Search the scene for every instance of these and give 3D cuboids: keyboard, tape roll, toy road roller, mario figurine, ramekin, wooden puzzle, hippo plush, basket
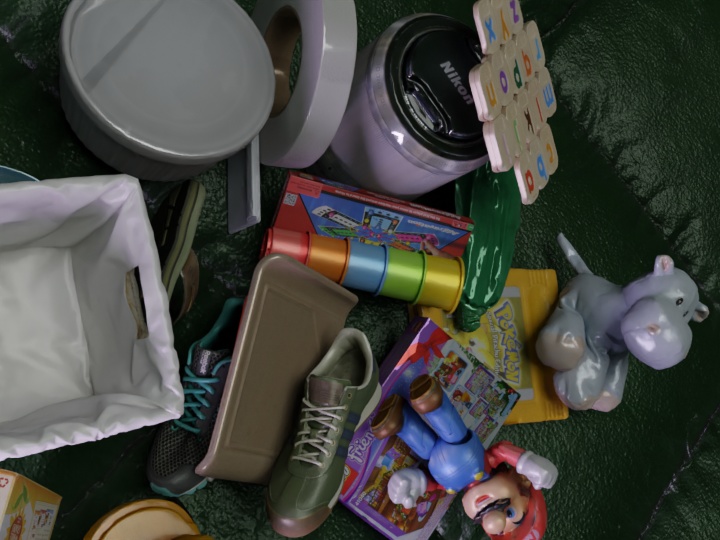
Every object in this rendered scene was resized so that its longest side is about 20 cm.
[{"bbox_3d":[-0.119,-0.139,1.018,0.011,0.056,0.201,6,75,-32],"label":"keyboard"},{"bbox_3d":[-0.065,-0.198,0.980,0.037,0.203,0.204,4,76,-28],"label":"tape roll"},{"bbox_3d":[-0.162,0.289,0.837,0.123,0.146,0.201,-21,89,-32],"label":"toy road roller"},{"bbox_3d":[0.104,0.198,0.967,0.200,0.123,0.106,45,62,-12],"label":"mario figurine"},{"bbox_3d":[-0.189,-0.177,0.952,0.202,0.094,0.203,11,65,-25],"label":"ramekin"},{"bbox_3d":[-0.076,0.097,0.932,0.185,0.037,0.201,33,73,-62],"label":"wooden puzzle"},{"bbox_3d":[0.307,0.065,1.136,0.159,0.160,0.200,51,43,-31],"label":"hippo plush"},{"bbox_3d":[-0.270,0.045,0.795,0.199,0.161,0.199,-9,83,-32],"label":"basket"}]

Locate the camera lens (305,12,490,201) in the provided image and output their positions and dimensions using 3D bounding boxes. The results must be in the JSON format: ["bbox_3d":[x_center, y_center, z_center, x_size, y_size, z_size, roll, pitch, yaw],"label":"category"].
[{"bbox_3d":[0.043,-0.156,1.031,0.159,0.200,0.161,7,75,-28],"label":"camera lens"}]

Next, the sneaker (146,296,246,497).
[{"bbox_3d":[-0.140,0.106,0.918,0.091,0.077,0.200,74,35,-51],"label":"sneaker"}]

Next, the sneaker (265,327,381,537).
[{"bbox_3d":[-0.036,0.133,0.913,0.200,0.067,0.090,-59,153,-45],"label":"sneaker"}]

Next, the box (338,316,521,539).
[{"bbox_3d":[0.056,0.166,1.030,0.137,0.039,0.200,40,76,-17],"label":"box"}]

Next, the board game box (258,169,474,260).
[{"bbox_3d":[0.007,-0.029,1.032,0.199,0.019,0.103,14,116,-17],"label":"board game box"}]

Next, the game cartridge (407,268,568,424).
[{"bbox_3d":[0.148,0.085,1.134,0.199,0.032,0.177,-1,79,-29],"label":"game cartridge"}]

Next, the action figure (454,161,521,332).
[{"bbox_3d":[0.129,-0.031,1.104,0.118,0.055,0.201,18,73,-32],"label":"action figure"}]

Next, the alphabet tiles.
[{"bbox_3d":[0.150,-0.173,0.980,0.200,0.015,0.196,-48,124,-55],"label":"alphabet tiles"}]

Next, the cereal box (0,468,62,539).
[{"bbox_3d":[-0.289,0.260,0.775,0.039,0.144,0.201,12,70,1],"label":"cereal box"}]

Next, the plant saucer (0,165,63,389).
[{"bbox_3d":[-0.329,0.006,0.879,0.200,0.027,0.201,8,74,-28],"label":"plant saucer"}]

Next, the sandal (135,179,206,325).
[{"bbox_3d":[-0.176,0.009,0.941,0.057,0.080,0.202,35,62,-34],"label":"sandal"}]

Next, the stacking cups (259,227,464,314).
[{"bbox_3d":[0.000,0.000,1.004,0.199,0.061,0.061,9,73,-12],"label":"stacking cups"}]
